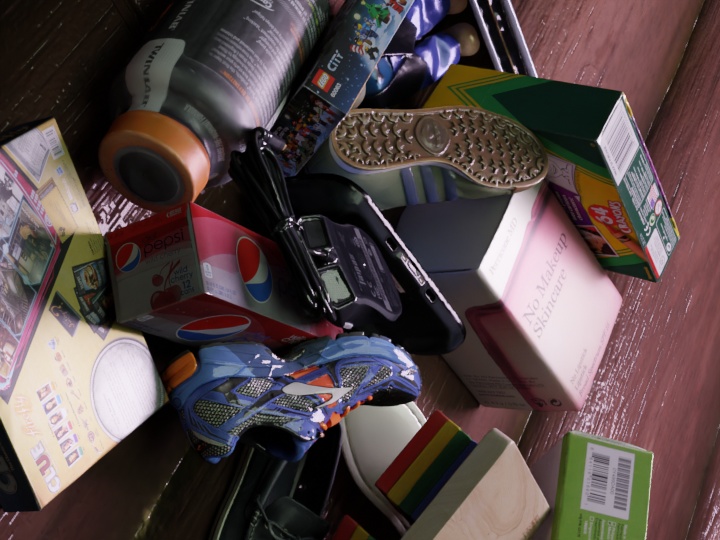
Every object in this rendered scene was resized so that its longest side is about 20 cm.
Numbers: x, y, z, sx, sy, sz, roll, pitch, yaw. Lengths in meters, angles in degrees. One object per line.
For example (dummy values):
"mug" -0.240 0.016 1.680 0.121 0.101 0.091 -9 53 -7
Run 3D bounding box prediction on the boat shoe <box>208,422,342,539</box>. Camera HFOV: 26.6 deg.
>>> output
"boat shoe" -0.059 0.182 1.071 0.075 0.062 0.201 46 50 -43

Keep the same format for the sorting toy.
"sorting toy" 0.039 0.208 1.105 0.199 0.069 0.200 -50 155 -8

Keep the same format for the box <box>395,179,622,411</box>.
"box" 0.125 0.014 1.312 0.200 0.108 0.128 51 53 -37

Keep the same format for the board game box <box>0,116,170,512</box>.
"board game box" -0.201 0.025 0.922 0.135 0.034 0.201 -40 116 -51

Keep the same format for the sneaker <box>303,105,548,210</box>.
"sneaker" 0.044 -0.085 1.205 0.199 0.090 0.068 2 71 -31

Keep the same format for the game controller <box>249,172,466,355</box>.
"game controller" 0.000 0.000 1.152 0.200 0.104 0.042 51 41 -36

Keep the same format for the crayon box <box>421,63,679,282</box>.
"crayon box" 0.167 -0.083 1.316 0.058 0.172 0.200 -59 141 -22

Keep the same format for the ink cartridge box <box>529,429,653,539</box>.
"ink cartridge box" 0.167 0.237 1.266 0.075 0.200 0.149 14 64 -6

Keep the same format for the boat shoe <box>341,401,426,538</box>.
"boat shoe" 0.031 0.159 1.205 0.072 0.060 0.202 -33 112 -7

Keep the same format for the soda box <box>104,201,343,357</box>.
"soda box" -0.085 0.015 1.023 0.200 0.070 0.064 26 48 -62

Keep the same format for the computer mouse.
"computer mouse" -0.037 -0.023 1.013 0.141 0.046 0.200 65 14 9

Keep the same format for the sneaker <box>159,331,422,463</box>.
"sneaker" -0.043 0.093 1.047 0.199 0.075 0.079 -3 68 -31

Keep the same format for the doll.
"doll" 0.025 -0.183 1.272 0.200 0.048 0.137 -40 118 -45

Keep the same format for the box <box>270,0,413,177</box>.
"box" -0.006 -0.169 1.124 0.038 0.137 0.201 33 61 -9

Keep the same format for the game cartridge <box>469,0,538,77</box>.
"game cartridge" 0.121 -0.237 1.380 0.134 0.041 0.201 -91 160 -54

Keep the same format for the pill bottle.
"pill bottle" -0.102 -0.130 1.030 0.107 0.106 0.201 56 43 -31
